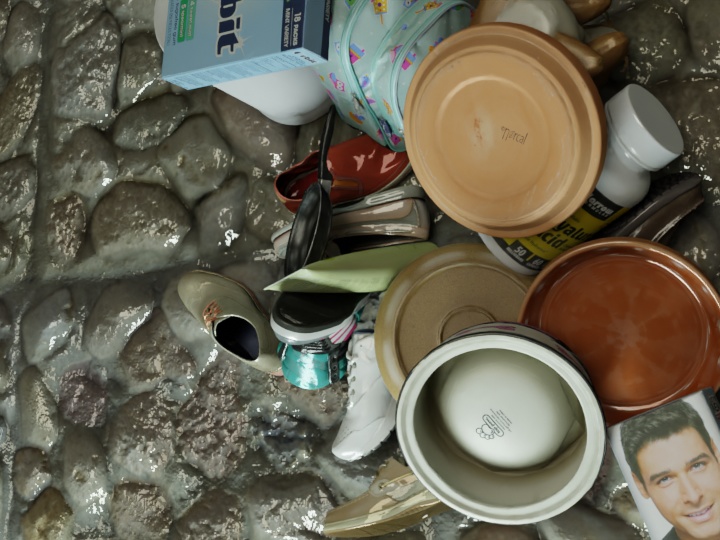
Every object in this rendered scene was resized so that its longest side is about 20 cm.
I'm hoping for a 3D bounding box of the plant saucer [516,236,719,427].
[{"bbox_3d":[0.250,0.063,1.031,0.199,0.032,0.202,6,112,15],"label":"plant saucer"}]

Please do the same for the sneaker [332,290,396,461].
[{"bbox_3d":[0.016,0.111,1.169,0.201,0.087,0.074,-62,16,0],"label":"sneaker"}]

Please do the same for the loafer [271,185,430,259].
[{"bbox_3d":[-0.013,-0.040,1.237,0.199,0.072,0.063,-18,77,24],"label":"loafer"}]

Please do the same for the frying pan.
[{"bbox_3d":[-0.052,-0.074,1.187,0.115,0.031,0.191,143,140,-64],"label":"frying pan"}]

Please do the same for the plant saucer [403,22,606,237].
[{"bbox_3d":[0.127,-0.125,0.997,0.199,0.032,0.201,14,118,27],"label":"plant saucer"}]

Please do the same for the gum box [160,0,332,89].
[{"bbox_3d":[-0.116,-0.288,1.114,0.199,0.044,0.171,-2,79,36],"label":"gum box"}]

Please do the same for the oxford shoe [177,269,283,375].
[{"bbox_3d":[-0.161,0.053,1.302,0.200,0.074,0.071,32,97,32],"label":"oxford shoe"}]

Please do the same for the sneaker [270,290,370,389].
[{"bbox_3d":[-0.057,0.077,1.177,0.083,0.200,0.121,25,109,15],"label":"sneaker"}]

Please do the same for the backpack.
[{"bbox_3d":[0.038,-0.241,1.139,0.176,0.200,0.153,-48,44,-8],"label":"backpack"}]

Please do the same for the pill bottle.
[{"bbox_3d":[0.212,-0.091,1.060,0.200,0.111,0.112,-40,62,35],"label":"pill bottle"}]

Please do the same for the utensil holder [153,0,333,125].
[{"bbox_3d":[-0.119,-0.280,1.269,0.169,0.200,0.171,-6,78,29],"label":"utensil holder"}]

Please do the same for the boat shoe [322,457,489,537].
[{"bbox_3d":[0.047,0.232,1.147,0.199,0.072,0.065,-24,63,19],"label":"boat shoe"}]

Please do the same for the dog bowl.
[{"bbox_3d":[0.138,0.138,1.036,0.199,0.074,0.201,6,112,14],"label":"dog bowl"}]

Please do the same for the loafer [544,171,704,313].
[{"bbox_3d":[0.267,-0.017,1.073,0.071,0.073,0.200,45,105,-8],"label":"loafer"}]

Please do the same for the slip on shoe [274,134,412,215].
[{"bbox_3d":[-0.015,-0.120,1.256,0.199,0.061,0.074,-22,67,23],"label":"slip on shoe"}]

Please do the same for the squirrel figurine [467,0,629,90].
[{"bbox_3d":[0.176,-0.206,1.087,0.200,0.186,0.142,-34,74,26],"label":"squirrel figurine"}]

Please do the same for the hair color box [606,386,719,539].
[{"bbox_3d":[0.311,0.218,0.979,0.099,0.061,0.201,-27,75,24],"label":"hair color box"}]

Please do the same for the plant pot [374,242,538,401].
[{"bbox_3d":[0.112,0.070,1.112,0.199,0.027,0.201,0,85,4],"label":"plant pot"}]

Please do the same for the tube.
[{"bbox_3d":[0.000,0.000,1.142,0.052,0.199,0.058,45,129,40],"label":"tube"}]
